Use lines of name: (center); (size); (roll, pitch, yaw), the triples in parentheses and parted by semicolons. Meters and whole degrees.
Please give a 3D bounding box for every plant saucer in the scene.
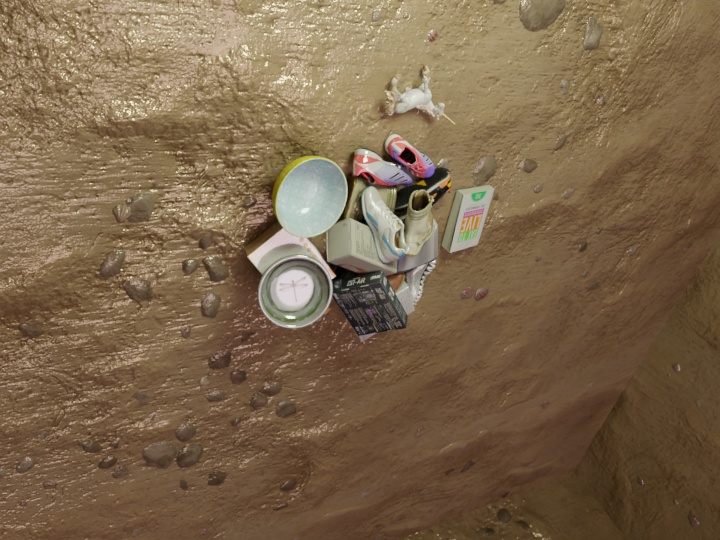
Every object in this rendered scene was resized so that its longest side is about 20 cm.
plant saucer: (-0.170, 0.049, 1.592); (0.195, 0.050, 0.205); (-6, 112, -14)

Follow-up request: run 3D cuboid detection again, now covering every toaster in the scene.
toaster: (0.154, -0.087, 1.817); (0.196, 0.114, 0.131); (-19, 132, -20)

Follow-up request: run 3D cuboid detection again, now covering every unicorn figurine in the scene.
unicorn figurine: (0.145, -0.436, 1.553); (0.195, 0.075, 0.139); (-9, 141, -9)

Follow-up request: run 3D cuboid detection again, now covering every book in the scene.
book: (0.336, -0.164, 1.928); (0.131, 0.048, 0.204); (-13, 130, -29)

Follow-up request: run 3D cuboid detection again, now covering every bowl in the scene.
bowl: (-0.141, -0.195, 1.521); (0.197, 0.107, 0.204); (-18, 124, -27)

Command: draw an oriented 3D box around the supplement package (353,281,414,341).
supplement package: (0.049, 0.100, 1.900); (0.197, 0.120, 0.122); (-29, 138, -8)

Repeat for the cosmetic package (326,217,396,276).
cosmetic package: (0.005, -0.054, 1.635); (0.086, 0.106, 0.198); (-15, 156, 36)

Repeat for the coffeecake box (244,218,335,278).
coffeecake box: (-0.184, -0.022, 1.628); (0.152, 0.073, 0.201); (-37, 116, 0)

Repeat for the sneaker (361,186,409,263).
sneaker: (0.066, -0.126, 1.602); (0.080, 0.204, 0.076); (-16, -171, 38)

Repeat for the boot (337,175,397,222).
boot: (0.011, -0.155, 1.690); (0.152, 0.073, 0.204); (3, 118, -30)

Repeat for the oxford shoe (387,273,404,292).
oxford shoe: (0.047, 0.054, 1.801); (0.198, 0.072, 0.072); (-32, 159, -10)

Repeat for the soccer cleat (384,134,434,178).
soccer cleat: (0.143, -0.293, 1.661); (0.068, 0.074, 0.198); (-49, 136, 13)

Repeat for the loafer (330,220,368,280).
loafer: (-0.021, -0.048, 1.745); (0.071, 0.063, 0.202); (34, 100, -8)

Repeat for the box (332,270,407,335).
box: (0.025, 0.096, 1.718); (0.157, 0.044, 0.201); (-12, 133, 24)

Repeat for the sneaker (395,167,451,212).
sneaker: (0.179, -0.207, 1.761); (0.198, 0.070, 0.091); (-33, 134, -8)

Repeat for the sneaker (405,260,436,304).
sneaker: (0.166, 0.026, 1.960); (0.079, 0.075, 0.204); (9, 115, -27)

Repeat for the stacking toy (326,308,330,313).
stacking toy: (-0.129, 0.083, 1.793); (0.200, 0.113, 0.112); (51, 52, -63)

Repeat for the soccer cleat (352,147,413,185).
soccer cleat: (0.058, -0.252, 1.618); (0.197, 0.068, 0.075); (20, 82, -38)

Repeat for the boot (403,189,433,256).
boot: (0.163, -0.152, 1.668); (0.201, 0.071, 0.157); (-56, 159, -48)

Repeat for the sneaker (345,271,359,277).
sneaker: (0.000, 0.000, 1.808); (0.076, 0.086, 0.202); (15, 117, -40)
